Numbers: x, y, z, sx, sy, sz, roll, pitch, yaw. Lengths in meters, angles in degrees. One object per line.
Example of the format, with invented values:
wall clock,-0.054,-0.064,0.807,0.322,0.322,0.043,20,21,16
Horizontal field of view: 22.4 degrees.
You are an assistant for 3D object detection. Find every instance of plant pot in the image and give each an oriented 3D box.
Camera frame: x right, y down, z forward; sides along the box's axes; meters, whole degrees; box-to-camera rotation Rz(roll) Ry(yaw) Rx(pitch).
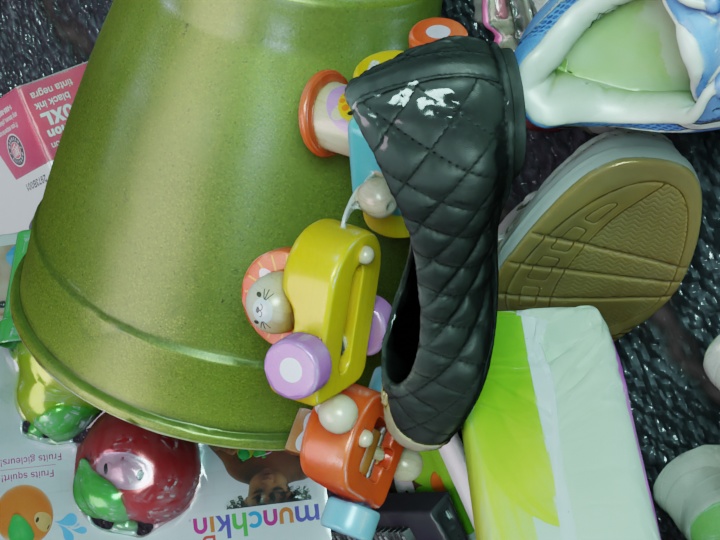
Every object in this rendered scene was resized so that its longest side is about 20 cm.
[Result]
plant pot,-0.043,-0.059,0.794,0.200,0.200,0.194,39,129,37

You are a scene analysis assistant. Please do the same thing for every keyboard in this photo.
keyboard,0.008,0.132,0.940,0.128,0.021,0.200,67,158,0

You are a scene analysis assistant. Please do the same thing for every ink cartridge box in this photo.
ink cartridge box,-0.155,-0.012,1.079,0.145,0.084,0.201,-16,97,59

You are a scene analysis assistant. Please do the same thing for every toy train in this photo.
toy train,0.000,0.000,0.712,0.055,0.150,0.201,16,84,22

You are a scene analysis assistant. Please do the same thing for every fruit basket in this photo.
fruit basket,-0.114,0.069,0.944,0.094,0.184,0.201,56,-152,-74

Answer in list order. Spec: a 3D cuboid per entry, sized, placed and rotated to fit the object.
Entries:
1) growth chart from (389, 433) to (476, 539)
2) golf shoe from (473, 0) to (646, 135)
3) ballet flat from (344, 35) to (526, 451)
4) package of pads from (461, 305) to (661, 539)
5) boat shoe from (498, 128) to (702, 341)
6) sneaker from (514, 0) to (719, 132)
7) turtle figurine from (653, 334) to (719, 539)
growth chart,0.026,0.119,0.934,0.145,0.018,0.200,62,159,11
golf shoe,0.077,-0.144,0.649,0.092,0.073,0.201,5,125,45
ballet flat,0.019,-0.005,0.622,0.201,0.056,0.067,93,171,-50
package of pads,0.083,0.135,0.682,0.155,0.068,0.201,77,-175,-46
boat shoe,0.080,-0.004,0.735,0.200,0.070,0.070,114,163,-55
sneaker,0.136,-0.076,0.554,0.199,0.077,0.076,-12,107,36
turtle figurine,0.198,0.110,0.630,0.144,0.199,0.194,63,179,-43
